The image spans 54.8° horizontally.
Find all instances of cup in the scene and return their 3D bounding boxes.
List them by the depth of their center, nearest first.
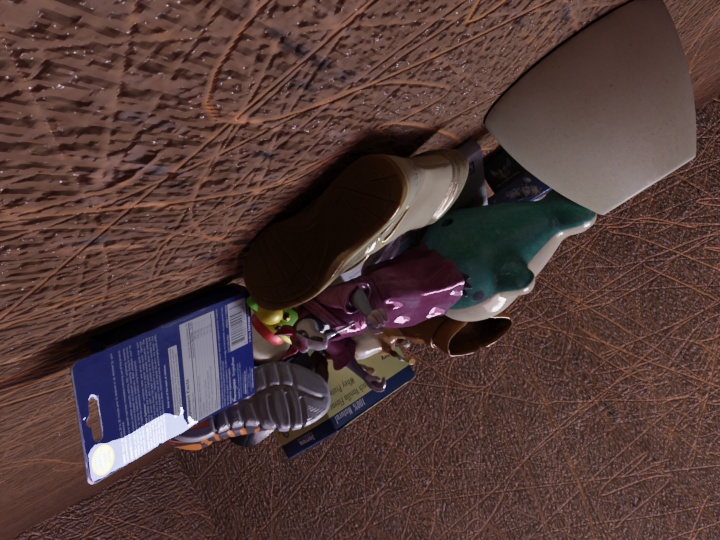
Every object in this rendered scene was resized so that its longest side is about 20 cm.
[{"bbox_3d":[0.243,-0.142,0.684,0.199,0.144,0.200,-31,174,-4],"label":"cup"}]

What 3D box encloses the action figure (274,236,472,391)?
[{"bbox_3d":[0.002,0.024,0.661,0.198,0.150,0.135,-16,146,-29],"label":"action figure"}]

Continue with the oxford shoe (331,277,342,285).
[{"bbox_3d":[0.000,0.000,0.895,0.070,0.074,0.200,-27,171,-30],"label":"oxford shoe"}]

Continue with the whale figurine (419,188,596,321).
[{"bbox_3d":[0.149,-0.036,0.755,0.199,0.104,0.160,-33,-152,15],"label":"whale figurine"}]

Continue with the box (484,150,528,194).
[{"bbox_3d":[0.277,-0.181,0.945,0.199,0.051,0.157,-36,172,34],"label":"box"}]

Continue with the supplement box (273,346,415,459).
[{"bbox_3d":[-0.060,0.136,1.059,0.199,0.201,0.134,-24,170,-47],"label":"supplement box"}]

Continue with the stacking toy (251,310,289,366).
[{"bbox_3d":[-0.174,0.100,0.858,0.199,0.086,0.085,-29,176,39],"label":"stacking toy"}]

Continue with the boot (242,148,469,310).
[{"bbox_3d":[-0.003,-0.041,0.629,0.200,0.073,0.155,-39,172,33],"label":"boot"}]

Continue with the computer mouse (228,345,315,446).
[{"bbox_3d":[-0.120,0.112,0.881,0.200,0.140,0.046,-44,155,-7],"label":"computer mouse"}]

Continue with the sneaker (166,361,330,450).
[{"bbox_3d":[-0.139,0.158,0.804,0.197,0.079,0.112,-1,161,-25],"label":"sneaker"}]

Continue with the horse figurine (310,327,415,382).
[{"bbox_3d":[0.006,0.109,0.966,0.198,0.051,0.132,-9,-168,-31],"label":"horse figurine"}]

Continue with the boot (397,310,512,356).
[{"bbox_3d":[0.140,0.036,0.857,0.199,0.074,0.154,-33,-156,-16],"label":"boot"}]

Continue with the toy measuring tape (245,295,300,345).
[{"bbox_3d":[-0.072,0.037,0.735,0.073,0.074,0.200,-32,-178,6],"label":"toy measuring tape"}]

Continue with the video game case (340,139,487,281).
[{"bbox_3d":[0.063,-0.042,0.809,0.199,0.022,0.182,-36,153,-3],"label":"video game case"}]

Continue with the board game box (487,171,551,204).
[{"bbox_3d":[0.237,-0.110,0.929,0.199,0.035,0.135,-34,171,31],"label":"board game box"}]

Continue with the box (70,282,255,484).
[{"bbox_3d":[-0.181,0.099,0.652,0.032,0.123,0.199,15,-156,33],"label":"box"}]
